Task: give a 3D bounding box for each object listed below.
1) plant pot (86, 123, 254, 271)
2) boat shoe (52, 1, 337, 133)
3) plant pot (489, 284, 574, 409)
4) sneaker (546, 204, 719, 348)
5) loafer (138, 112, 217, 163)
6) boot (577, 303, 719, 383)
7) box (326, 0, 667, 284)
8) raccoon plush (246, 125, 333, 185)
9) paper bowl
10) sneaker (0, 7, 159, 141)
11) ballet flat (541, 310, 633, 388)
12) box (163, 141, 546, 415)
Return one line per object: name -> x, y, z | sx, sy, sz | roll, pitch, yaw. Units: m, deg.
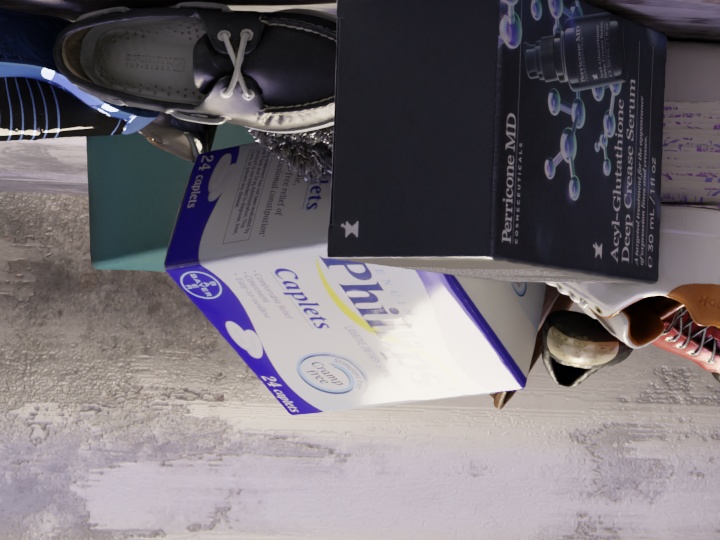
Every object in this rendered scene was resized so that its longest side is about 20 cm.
plant pot -> -0.137, -0.080, 1.745 | 0.199, 0.143, 0.141 | -8, 173, 39
boat shoe -> -0.084, -0.117, 1.079 | 0.198, 0.076, 0.060 | 1, -176, 23
plant pot -> 0.079, -0.030, 1.449 | 0.197, 0.201, 0.200 | 32, -175, 10
sneaker -> 0.141, 0.003, 1.145 | 0.072, 0.085, 0.199 | 6, 178, -44
loafer -> -0.135, -0.123, 1.308 | 0.072, 0.073, 0.200 | 11, 169, 0
boot -> 0.226, 0.033, 1.264 | 0.144, 0.073, 0.200 | 34, -176, 14
box -> 0.080, -0.072, 1.033 | 0.106, 0.150, 0.199 | 1, 177, 35
raccoon plush -> -0.041, -0.111, 1.136 | 0.198, 0.098, 0.134 | 3, 171, -6
paper bowl -> 0.196, -0.089, 1.202 | 0.199, 0.105, 0.201 | 2, 178, 0
sneaker -> -0.214, -0.112, 1.140 | 0.078, 0.070, 0.199 | -39, 149, 27
ballet flat -> 0.162, 0.061, 1.351 | 0.066, 0.057, 0.200 | 18, 180, 8
box -> 0.000, 0.000, 1.286 | 0.199, 0.105, 0.184 | -9, 138, 29
